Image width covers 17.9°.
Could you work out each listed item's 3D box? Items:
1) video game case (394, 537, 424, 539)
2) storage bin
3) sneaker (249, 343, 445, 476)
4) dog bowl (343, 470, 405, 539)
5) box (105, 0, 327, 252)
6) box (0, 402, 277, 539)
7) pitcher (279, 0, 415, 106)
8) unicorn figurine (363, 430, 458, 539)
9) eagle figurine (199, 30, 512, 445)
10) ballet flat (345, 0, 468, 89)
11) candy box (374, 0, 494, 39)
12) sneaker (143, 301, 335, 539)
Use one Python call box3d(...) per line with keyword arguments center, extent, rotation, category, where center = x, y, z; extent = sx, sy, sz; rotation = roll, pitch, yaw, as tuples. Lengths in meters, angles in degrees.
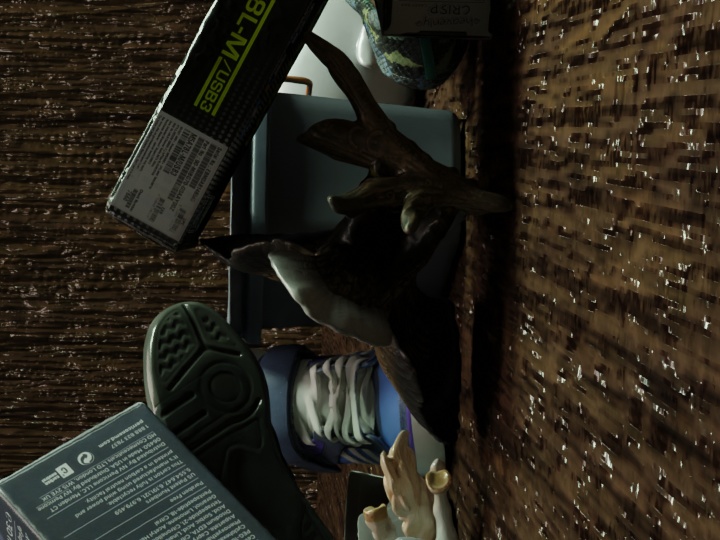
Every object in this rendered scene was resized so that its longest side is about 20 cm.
box3d(center=(-0.001, 0.243, 0.937), extent=(0.183, 0.022, 0.201), rotation=(-97, 23, -48), category="video game case")
box3d(center=(-0.013, -0.040, 1.362), extent=(0.200, 0.133, 0.147), rotation=(104, 167, -71), category="storage bin")
box3d(center=(-0.024, 0.084, 1.390), extent=(0.200, 0.145, 0.081), rotation=(120, 151, -84), category="sneaker")
box3d(center=(0.021, 0.216, 1.326), extent=(0.200, 0.058, 0.202), rotation=(-178, 90, -86), category="dog bowl")
box3d(center=(-0.058, -0.106, 1.143), extent=(0.201, 0.047, 0.193), rotation=(-62, 0, 0), category="box")
box3d(center=(-0.105, 0.204, 1.282), extent=(0.200, 0.107, 0.149), rotation=(41, 145, 30), category="box")
box3d(center=(-0.005, -0.175, 1.591), extent=(0.171, 0.120, 0.202), rotation=(-178, 101, -72), category="pitcher")
box3d(center=(0.032, 0.191, 1.145), extent=(0.138, 0.073, 0.201), rotation=(81, -161, -47), category="unicorn figurine")
box3d(center=(0.007, -0.002, 1.140), extent=(0.200, 0.149, 0.153), rotation=(118, 147, -56), category="eagle figurine")
box3d(center=(0.028, -0.148, 1.338), extent=(0.200, 0.073, 0.075), rotation=(-88, 1, -73), category="ballet flat")
box3d(center=(0.040, -0.233, 1.161), extent=(0.137, 0.060, 0.202), rotation=(-97, 10, -65), category="candy box")
box3d(center=(-0.082, 0.119, 1.367), extent=(0.201, 0.076, 0.114), rotation=(62, 159, 0), category="sneaker")
